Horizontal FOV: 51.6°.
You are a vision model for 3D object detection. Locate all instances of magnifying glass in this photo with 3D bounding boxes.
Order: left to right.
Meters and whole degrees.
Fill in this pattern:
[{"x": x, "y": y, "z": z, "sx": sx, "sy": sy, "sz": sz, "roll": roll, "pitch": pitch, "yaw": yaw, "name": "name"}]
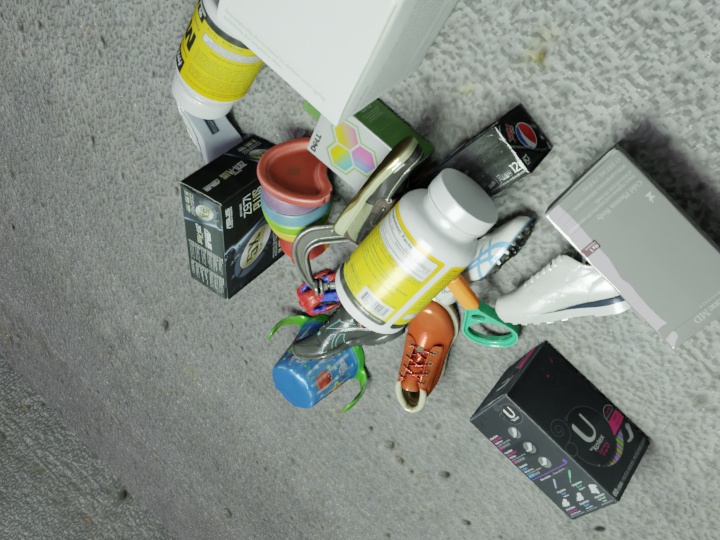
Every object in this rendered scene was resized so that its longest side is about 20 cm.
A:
[{"x": 0.158, "y": 0.056, "z": 1.010, "sx": 0.079, "sy": 0.022, "sz": 0.200, "roll": -3, "pitch": 147, "yaw": 30, "name": "magnifying glass"}]

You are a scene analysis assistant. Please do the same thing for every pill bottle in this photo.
[{"x": -0.188, "y": -0.303, "z": 1.025, "sx": 0.114, "sy": 0.114, "sz": 0.200, "roll": 48, "pitch": 142, "yaw": 0, "name": "pill bottle"}, {"x": 0.067, "y": -0.023, "z": 0.895, "sx": 0.112, "sy": 0.112, "sz": 0.200, "roll": 45, "pitch": 122, "yaw": 3, "name": "pill bottle"}]

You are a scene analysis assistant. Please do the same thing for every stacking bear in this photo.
[{"x": -0.090, "y": -0.089, "z": 1.125, "sx": 0.113, "sy": 0.122, "sz": 0.200, "roll": 4, "pitch": 145, "yaw": 4, "name": "stacking bear"}]

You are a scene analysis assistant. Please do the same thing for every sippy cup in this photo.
[{"x": -0.083, "y": 0.169, "z": 1.319, "sx": 0.177, "sy": 0.130, "sz": 0.140, "roll": 17, "pitch": 132, "yaw": 34, "name": "sippy cup"}]

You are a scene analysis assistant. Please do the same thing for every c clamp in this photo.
[{"x": 0.000, "y": 0.000, "z": 1.100, "sx": 0.199, "sy": 0.027, "sz": 0.172, "roll": 0, "pitch": 127, "yaw": 1, "name": "c clamp"}]

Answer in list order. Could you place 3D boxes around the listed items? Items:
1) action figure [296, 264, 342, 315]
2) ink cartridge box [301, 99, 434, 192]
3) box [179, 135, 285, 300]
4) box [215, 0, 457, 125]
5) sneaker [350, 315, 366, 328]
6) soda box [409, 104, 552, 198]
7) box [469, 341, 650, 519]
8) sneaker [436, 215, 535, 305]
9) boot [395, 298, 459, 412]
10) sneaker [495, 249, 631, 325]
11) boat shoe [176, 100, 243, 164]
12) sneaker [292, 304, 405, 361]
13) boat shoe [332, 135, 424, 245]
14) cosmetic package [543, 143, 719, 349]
[{"x": -0.057, "y": 0.035, "z": 1.246, "sx": 0.066, "sy": 0.052, "sz": 0.200, "roll": 58, "pitch": 146, "yaw": -4, "name": "action figure"}, {"x": -0.008, "y": -0.181, "z": 1.003, "sx": 0.200, "sy": 0.059, "sz": 0.104, "roll": 42, "pitch": 142, "yaw": 7, "name": "ink cartridge box"}, {"x": -0.190, "y": -0.083, "z": 1.177, "sx": 0.086, "sy": 0.164, "sz": 0.201, "roll": 29, "pitch": 138, "yaw": 22, "name": "box"}, {"x": -0.015, "y": -0.313, "z": 0.805, "sx": 0.199, "sy": 0.171, "sz": 0.200, "roll": 43, "pitch": 142, "yaw": 6, "name": "box"}, {"x": 0.057, "y": 0.010, "z": 1.037, "sx": 0.200, "sy": 0.078, "sz": 0.076, "roll": -39, "pitch": 74, "yaw": 47, "name": "sneaker"}, {"x": 0.135, "y": -0.117, "z": 0.919, "sx": 0.071, "sy": 0.063, "sz": 0.200, "roll": 52, "pitch": 142, "yaw": -5, "name": "soda box"}, {"x": 0.274, "y": 0.222, "z": 1.031, "sx": 0.200, "sy": 0.122, "sz": 0.106, "roll": 43, "pitch": 142, "yaw": 5, "name": "box"}, {"x": 0.150, "y": -0.020, "z": 0.986, "sx": 0.073, "sy": 0.072, "sz": 0.200, "roll": 53, "pitch": 139, "yaw": 5, "name": "sneaker"}, {"x": 0.096, "y": 0.127, "z": 1.127, "sx": 0.075, "sy": 0.107, "sz": 0.201, "roll": 17, "pitch": 133, "yaw": 19, "name": "boot"}, {"x": 0.251, "y": 0.016, "z": 0.927, "sx": 0.199, "sy": 0.076, "sz": 0.081, "roll": -16, "pitch": 103, "yaw": 41, "name": "sneaker"}, {"x": -0.236, "y": -0.225, "z": 1.188, "sx": 0.065, "sy": 0.073, "sz": 0.201, "roll": 48, "pitch": 161, "yaw": 53, "name": "boat shoe"}, {"x": -0.026, "y": 0.092, "z": 1.222, "sx": 0.199, "sy": 0.075, "sz": 0.080, "roll": -18, "pitch": 99, "yaw": 18, "name": "sneaker"}, {"x": 0.033, "y": -0.093, "z": 0.942, "sx": 0.066, "sy": 0.072, "sz": 0.201, "roll": 38, "pitch": 141, "yaw": -5, "name": "boat shoe"}, {"x": 0.303, "y": -0.028, "z": 0.795, "sx": 0.200, "sy": 0.090, "sz": 0.107, "roll": 46, "pitch": 112, "yaw": 5, "name": "cosmetic package"}]
